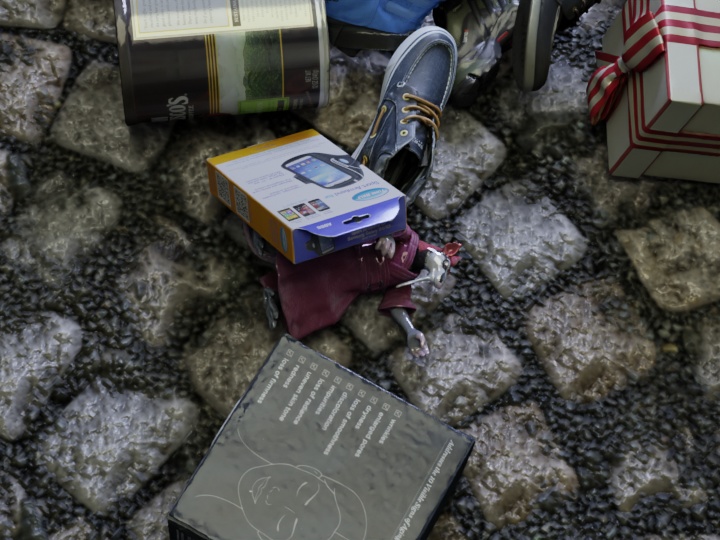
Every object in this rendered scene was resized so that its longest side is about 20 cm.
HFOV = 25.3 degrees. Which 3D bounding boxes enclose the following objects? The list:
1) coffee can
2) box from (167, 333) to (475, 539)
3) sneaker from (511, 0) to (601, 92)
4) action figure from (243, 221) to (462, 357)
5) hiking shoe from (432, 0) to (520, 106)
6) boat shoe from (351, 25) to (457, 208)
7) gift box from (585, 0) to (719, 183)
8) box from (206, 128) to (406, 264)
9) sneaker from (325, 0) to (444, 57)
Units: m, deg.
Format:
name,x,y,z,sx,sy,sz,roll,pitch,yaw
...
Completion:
name,x,y,z,sx,sy,sz,roll,pitch,yaw
coffee can,-0.138,-0.224,1.575,0.199,0.146,0.147,-6,67,-7
box,-0.034,0.198,1.409,0.196,0.124,0.200,28,67,10
sneaker,0.215,-0.267,1.587,0.106,0.075,0.201,12,81,-6
action figure,0.000,0.000,1.531,0.199,0.134,0.149,-10,30,-16
hiking shoe,0.126,-0.269,1.654,0.101,0.076,0.200,35,69,7
boat shoe,0.053,-0.142,1.553,0.071,0.091,0.201,26,87,-24
gift box,0.330,-0.202,1.590,0.186,0.185,0.201,5,62,-12
box,-0.046,-0.067,1.481,0.119,0.042,0.200,-18,35,-24
sneaker,0.058,-0.271,1.612,0.199,0.112,0.077,-14,27,-12
